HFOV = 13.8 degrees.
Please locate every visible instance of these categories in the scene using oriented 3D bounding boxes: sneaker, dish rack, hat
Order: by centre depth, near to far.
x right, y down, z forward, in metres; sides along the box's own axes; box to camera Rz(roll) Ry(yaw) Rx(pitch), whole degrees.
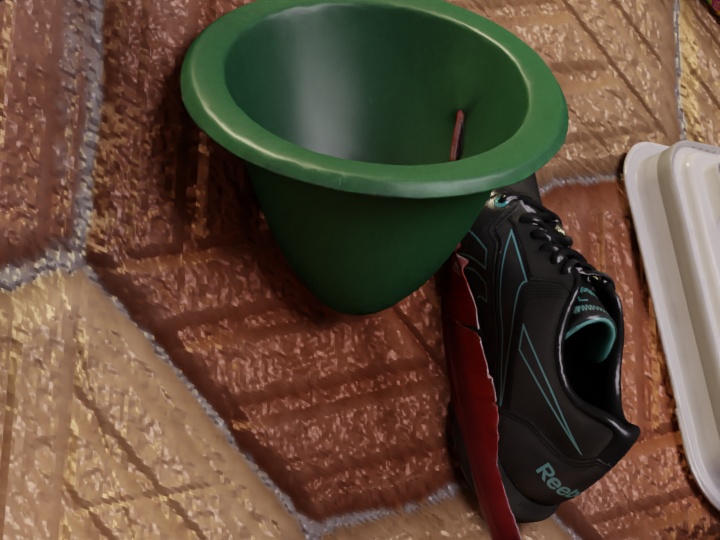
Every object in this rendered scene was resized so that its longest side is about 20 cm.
[{"bbox_3d":[0.000,0.000,1.278,0.165,0.177,0.200,3,32,-5],"label":"hat"},{"bbox_3d":[0.081,0.010,1.321,0.075,0.079,0.201,14,57,-42],"label":"sneaker"},{"bbox_3d":[0.214,0.028,1.484,0.171,0.043,0.201,9,61,-44],"label":"dish rack"}]

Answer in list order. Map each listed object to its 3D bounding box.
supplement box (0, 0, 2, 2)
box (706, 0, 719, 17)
[{"bbox_3d":[-0.202,-0.189,1.111,0.101,0.103,0.201,-8,72,-48],"label":"supplement box"},{"bbox_3d":[0.263,-0.218,1.620,0.193,0.122,0.200,49,40,-15],"label":"box"}]
